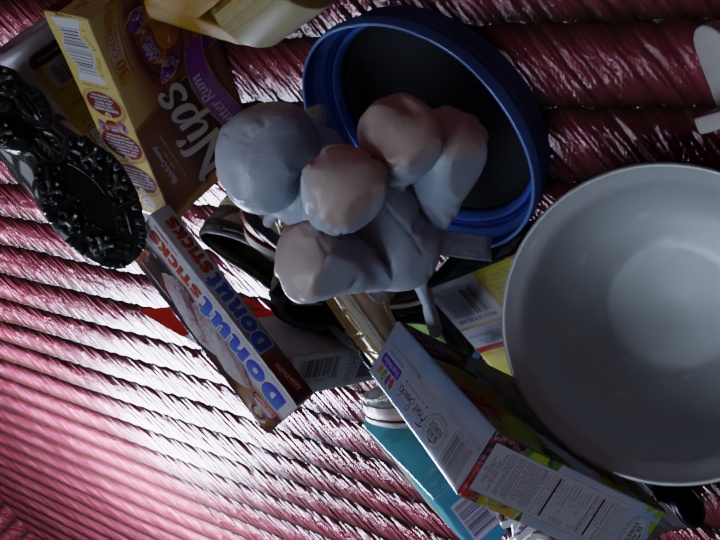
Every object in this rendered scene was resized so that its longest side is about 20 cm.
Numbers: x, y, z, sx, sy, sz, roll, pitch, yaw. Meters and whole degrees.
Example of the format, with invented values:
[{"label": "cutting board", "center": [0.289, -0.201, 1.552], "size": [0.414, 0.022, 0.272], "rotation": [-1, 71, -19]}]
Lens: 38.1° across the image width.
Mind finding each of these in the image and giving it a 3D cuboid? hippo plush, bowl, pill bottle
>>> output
[{"label": "hippo plush", "center": [-0.007, -0.070, 0.732], "size": [0.161, 0.160, 0.200], "rotation": [42, -163, 34]}, {"label": "bowl", "center": [0.198, 0.030, 0.674], "size": [0.200, 0.090, 0.202], "rotation": [2, 96, 20]}, {"label": "pill bottle", "center": [-0.247, -0.138, 0.975], "size": [0.114, 0.114, 0.200], "rotation": [-2, 128, 49]}, {"label": "bowl", "center": [0.047, -0.103, 0.764], "size": [0.200, 0.039, 0.201], "rotation": [28, 146, 21]}]

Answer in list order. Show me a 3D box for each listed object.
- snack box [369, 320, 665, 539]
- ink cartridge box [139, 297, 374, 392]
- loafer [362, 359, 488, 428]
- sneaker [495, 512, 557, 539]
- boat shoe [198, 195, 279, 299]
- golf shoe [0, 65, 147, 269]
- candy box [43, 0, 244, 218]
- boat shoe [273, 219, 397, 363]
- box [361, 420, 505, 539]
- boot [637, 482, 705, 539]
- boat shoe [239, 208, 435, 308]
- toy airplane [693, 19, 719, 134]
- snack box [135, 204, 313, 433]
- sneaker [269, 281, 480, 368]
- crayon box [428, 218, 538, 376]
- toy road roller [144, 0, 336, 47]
[{"label": "snack box", "center": [0.101, 0.115, 0.732], "size": [0.142, 0.053, 0.200], "rotation": [28, -172, -22]}, {"label": "ink cartridge box", "center": [-0.087, 0.053, 1.005], "size": [0.200, 0.162, 0.057], "rotation": [31, 111, 32]}, {"label": "loafer", "center": [0.076, 0.106, 0.979], "size": [0.200, 0.072, 0.063], "rotation": [-9, 107, 45]}, {"label": "sneaker", "center": [0.140, 0.206, 0.873], "size": [0.200, 0.114, 0.073], "rotation": [40, 137, 5]}, {"label": "boat shoe", "center": [-0.067, 0.004, 0.998], "size": [0.200, 0.065, 0.073], "rotation": [33, 146, 13]}, {"label": "golf shoe", "center": [-0.250, -0.084, 0.885], "size": [0.200, 0.078, 0.094], "rotation": [52, 170, 0]}, {"label": "candy box", "center": [-0.167, -0.154, 0.864], "size": [0.056, 0.117, 0.200], "rotation": [17, 141, 34]}, {"label": "boat shoe", "center": [0.000, 0.000, 0.837], "size": [0.200, 0.069, 0.074], "rotation": [56, 170, -2]}, {"label": "box", "center": [0.072, 0.197, 1.025], "size": [0.082, 0.049, 0.200], "rotation": [54, 172, -20]}, {"label": "boot", "center": [0.198, 0.175, 0.932], "size": [0.200, 0.070, 0.132], "rotation": [32, 142, 3]}, {"label": "boat shoe", "center": [-0.023, -0.029, 0.909], "size": [0.200, 0.071, 0.063], "rotation": [25, 137, 25]}, {"label": "toy airplane", "center": [0.246, -0.096, 0.484], "size": [0.200, 0.141, 0.199], "rotation": [67, 179, -49]}, {"label": "snack box", "center": [-0.120, 0.042, 0.881], "size": [0.200, 0.024, 0.072], "rotation": [52, 142, 5]}, {"label": "sneaker", "center": [0.010, 0.042, 0.913], "size": [0.199, 0.083, 0.071], "rotation": [16, 115, 17]}, {"label": "crayon box", "center": [0.158, 0.060, 0.832], "size": [0.200, 0.051, 0.127], "rotation": [49, 149, -11]}, {"label": "toy road roller", "center": [-0.109, -0.252, 0.705], "size": [0.199, 0.147, 0.123], "rotation": [14, 163, -32]}]
